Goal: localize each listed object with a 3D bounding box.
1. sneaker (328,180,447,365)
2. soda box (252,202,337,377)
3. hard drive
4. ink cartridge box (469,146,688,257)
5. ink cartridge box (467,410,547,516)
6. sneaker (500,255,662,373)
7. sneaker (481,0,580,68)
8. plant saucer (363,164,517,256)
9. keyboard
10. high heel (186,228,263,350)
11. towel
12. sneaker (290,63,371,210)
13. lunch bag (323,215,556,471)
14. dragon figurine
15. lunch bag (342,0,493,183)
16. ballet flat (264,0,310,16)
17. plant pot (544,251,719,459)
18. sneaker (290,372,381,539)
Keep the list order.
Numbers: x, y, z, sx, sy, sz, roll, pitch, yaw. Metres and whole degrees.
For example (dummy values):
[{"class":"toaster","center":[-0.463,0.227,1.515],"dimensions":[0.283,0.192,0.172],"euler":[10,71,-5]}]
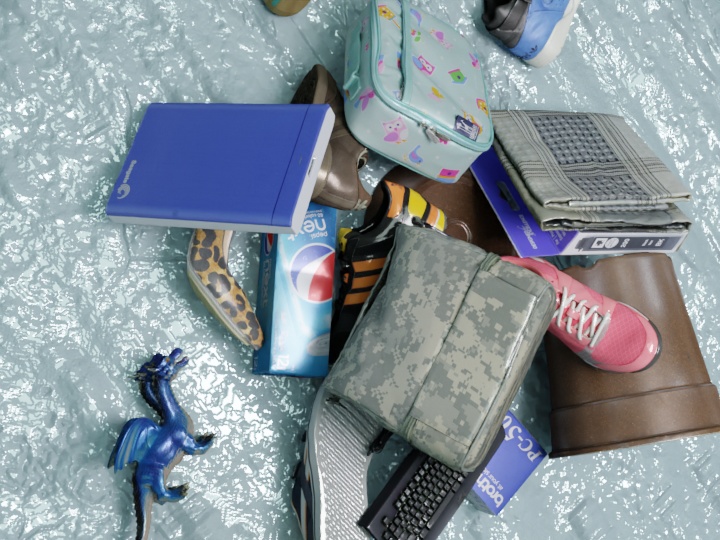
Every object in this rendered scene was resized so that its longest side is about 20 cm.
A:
[{"class":"sneaker","center":[0.000,0.000,0.980],"dimensions":[0.090,0.070,0.201],"euler":[35,93,-18]},{"class":"soda box","center":[-0.067,0.008,0.972],"dimensions":[0.064,0.068,0.201],"euler":[6,81,-21]},{"class":"hard drive","center":[-0.134,-0.101,0.899],"dimensions":[0.199,0.025,0.133],"euler":[5,63,23]},{"class":"ink cartridge box","center":[0.232,-0.095,1.058],"dimensions":[0.199,0.044,0.199],"euler":[-2,45,-21]},{"class":"ink cartridge box","center":[0.106,0.162,1.034],"dimensions":[0.094,0.044,0.200],"euler":[-45,101,-18]},{"class":"sneaker","center":[0.205,0.043,0.955],"dimensions":[0.087,0.200,0.074],"euler":[18,102,-51]},{"class":"sneaker","center":[0.207,-0.353,1.120],"dimensions":[0.111,0.077,0.201],"euler":[26,81,-27]},{"class":"plant saucer","center":[0.100,-0.035,1.062],"dimensions":[0.199,0.037,0.202],"euler":[3,82,-21]},{"class":"keyboard","center":[0.066,0.189,0.960],"dimensions":[0.127,0.021,0.200],"euler":[48,58,-10]},{"class":"high heel","center":[-0.116,-0.033,0.953],"dimensions":[0.142,0.071,0.201],"euler":[-34,88,-15]},{"class":"towel","center":[0.244,-0.114,1.023],"dimensions":[0.191,0.035,0.201],"euler":[0,44,-20]},{"class":"sneaker","center":[-0.031,-0.131,0.970],"dimensions":[0.075,0.070,0.201],"euler":[25,39,-25]},{"class":"lunch bag","center":[0.073,0.066,0.890],"dimensions":[0.167,0.139,0.201],"euler":[26,86,16]},{"class":"dragon figurine","center":[-0.205,0.174,0.901],"dimensions":[0.099,0.059,0.201],"euler":[33,72,-15]},{"class":"lunch bag","center":[0.056,-0.195,0.991],"dimensions":[0.160,0.077,0.201],"euler":[26,42,-27]},{"class":"ballet flat","center":[-0.033,-0.358,1.033],"dimensions":[0.068,0.063,0.201],"euler":[36,72,-15]},{"class":"plant pot","center":[0.287,0.093,1.045],"dimensions":[0.199,0.200,0.200],"euler":[-5,78,-22]},{"class":"sneaker","center":[-0.029,0.197,0.961],"dimensions":[0.078,0.079,0.201],"euler":[12,72,-22]}]
